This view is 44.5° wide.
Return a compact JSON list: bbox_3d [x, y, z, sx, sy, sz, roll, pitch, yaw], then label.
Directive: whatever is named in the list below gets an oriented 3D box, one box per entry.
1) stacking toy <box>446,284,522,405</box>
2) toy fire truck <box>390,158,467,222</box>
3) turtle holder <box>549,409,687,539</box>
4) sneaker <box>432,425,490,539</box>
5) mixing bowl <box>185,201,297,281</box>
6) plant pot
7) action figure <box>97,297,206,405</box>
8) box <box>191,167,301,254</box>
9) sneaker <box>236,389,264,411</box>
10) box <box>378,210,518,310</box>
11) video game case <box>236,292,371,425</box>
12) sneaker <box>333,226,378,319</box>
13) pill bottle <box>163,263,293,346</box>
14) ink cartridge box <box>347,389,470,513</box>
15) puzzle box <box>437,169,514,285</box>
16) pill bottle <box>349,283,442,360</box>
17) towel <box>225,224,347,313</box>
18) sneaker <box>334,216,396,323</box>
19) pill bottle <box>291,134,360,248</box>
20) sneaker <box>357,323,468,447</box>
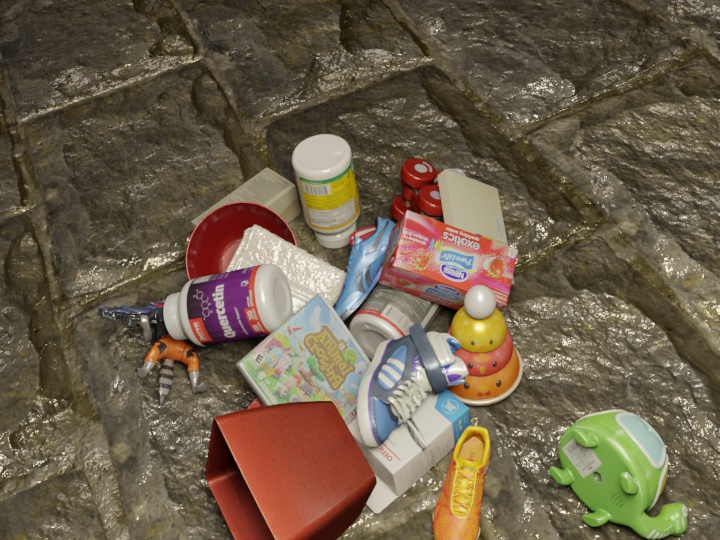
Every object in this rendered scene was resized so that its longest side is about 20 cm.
[{"bbox_3d":[0.180,0.099,1.366,0.143,0.202,0.148,-5,46,5],"label":"stacking toy"},{"bbox_3d":[0.159,-0.124,1.655,0.165,0.113,0.201,-5,44,-22],"label":"toy fire truck"},{"bbox_3d":[0.370,0.274,1.216,0.130,0.143,0.184,-21,35,-35],"label":"turtle holder"},{"bbox_3d":[0.143,0.314,1.258,0.072,0.078,0.202,6,50,12],"label":"sneaker"},{"bbox_3d":[-0.207,-0.015,1.574,0.196,0.108,0.204,0,84,-2],"label":"mixing bowl"},{"bbox_3d":[-0.092,0.295,1.220,0.174,0.201,0.201,-21,62,-26],"label":"plant pot"},{"bbox_3d":[-0.353,0.123,1.505,0.196,0.106,0.195,7,38,-19],"label":"action figure"},{"bbox_3d":[-0.220,-0.103,1.707,0.199,0.078,0.094,-39,52,-25],"label":"box"},{"bbox_3d":[-0.138,0.208,1.405,0.078,0.096,0.203,19,78,13],"label":"sneaker"},{"bbox_3d":[0.140,-0.006,1.408,0.197,0.096,0.101,19,69,-8],"label":"box"},{"bbox_3d":[-0.069,0.168,1.371,0.182,0.201,0.022,-40,11,-27],"label":"video game case"},{"bbox_3d":[-0.005,0.002,1.581,0.200,0.071,0.112,-45,35,-9],"label":"sneaker"},{"bbox_3d":[-0.216,0.060,1.427,0.197,0.113,0.114,-12,44,18],"label":"pill bottle"},{"bbox_3d":[0.059,0.255,1.332,0.199,0.068,0.116,-37,50,-23],"label":"ink cartridge box"},{"bbox_3d":[0.203,-0.073,1.556,0.131,0.025,0.203,16,56,-34],"label":"puzzle box"},{"bbox_3d":[0.077,0.054,1.486,0.112,0.115,0.201,20,52,25],"label":"pill bottle"},{"bbox_3d":[-0.131,0.020,1.500,0.198,0.034,0.134,26,85,2],"label":"towel"},{"bbox_3d":[0.000,0.000,1.487,0.078,0.066,0.201,35,77,0],"label":"sneaker"},{"bbox_3d":[-0.059,-0.141,1.631,0.111,0.202,0.114,-5,46,5],"label":"pill bottle"},{"bbox_3d":[0.084,0.167,1.291,0.144,0.081,0.201,-10,35,25],"label":"sneaker"}]
